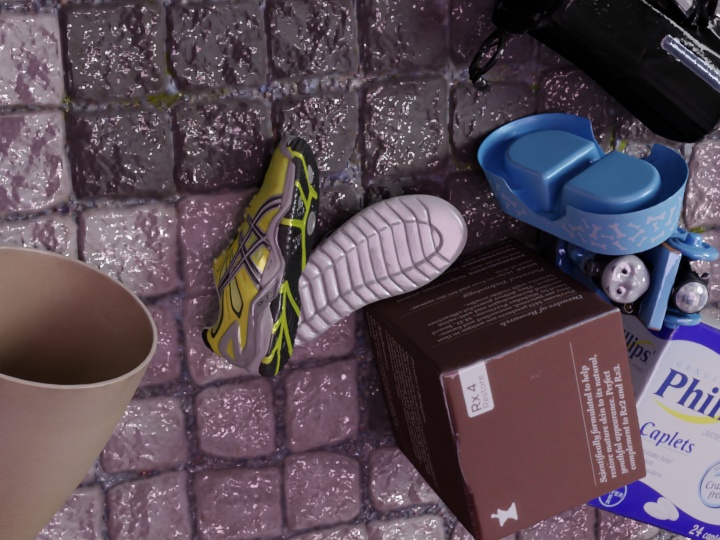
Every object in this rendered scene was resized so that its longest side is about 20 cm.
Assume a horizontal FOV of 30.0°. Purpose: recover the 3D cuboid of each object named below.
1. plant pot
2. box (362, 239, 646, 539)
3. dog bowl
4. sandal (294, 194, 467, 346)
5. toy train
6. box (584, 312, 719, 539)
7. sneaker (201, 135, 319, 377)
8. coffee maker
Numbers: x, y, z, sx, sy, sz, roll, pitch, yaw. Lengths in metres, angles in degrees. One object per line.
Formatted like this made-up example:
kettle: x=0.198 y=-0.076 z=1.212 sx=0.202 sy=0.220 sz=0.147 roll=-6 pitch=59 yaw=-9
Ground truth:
plant pot: x=-0.274 y=0.115 z=1.056 sx=0.185 sy=0.188 sz=0.202 roll=9 pitch=118 yaw=-22
box: x=0.120 y=0.098 z=1.169 sx=0.163 sy=0.200 sz=0.168 roll=-19 pitch=114 yaw=-13
dog bowl: x=0.188 y=-0.073 z=1.143 sx=0.111 sy=0.199 sz=0.050 roll=-33 pitch=128 yaw=-26
sandal: x=-0.003 y=-0.007 z=1.176 sx=0.201 sy=0.050 sz=0.083 roll=-27 pitch=100 yaw=4
toy train: x=0.231 y=-0.011 z=1.178 sx=0.113 sy=0.200 sz=0.088 roll=7 pitch=108 yaw=-11
box: x=0.304 y=0.141 z=1.303 sx=0.183 sy=0.105 sz=0.202 roll=21 pitch=99 yaw=-25
sneaker: x=-0.085 y=-0.016 z=1.124 sx=0.076 sy=0.075 sz=0.202 roll=12 pitch=87 yaw=17
coffee maker: x=0.222 y=-0.199 z=1.162 sx=0.199 sy=0.135 sz=0.192 roll=32 pitch=118 yaw=-25
